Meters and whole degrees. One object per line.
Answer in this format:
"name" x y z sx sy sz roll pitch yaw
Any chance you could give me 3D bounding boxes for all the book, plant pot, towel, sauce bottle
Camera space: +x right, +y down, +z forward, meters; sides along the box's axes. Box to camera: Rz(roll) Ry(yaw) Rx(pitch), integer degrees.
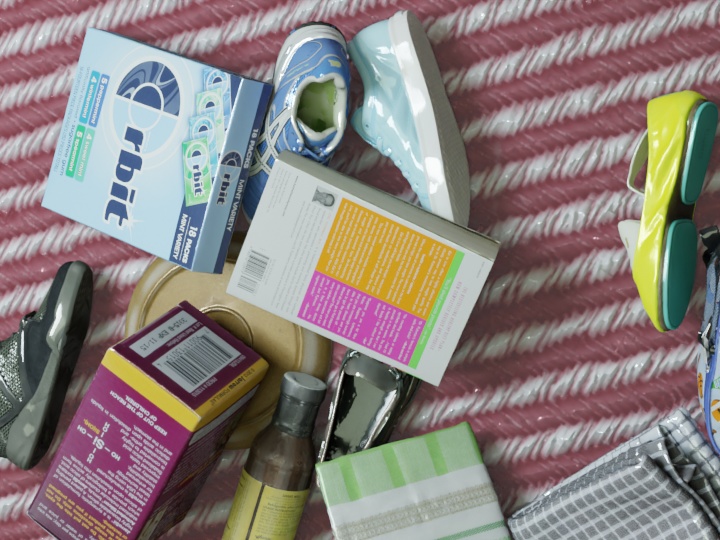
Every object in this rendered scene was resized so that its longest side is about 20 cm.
"book" 0.000 0.000 1.460 0.199 0.048 0.134 24 113 3
"plant pot" -0.125 0.064 1.569 0.199 0.027 0.201 1 93 14
"towel" 0.055 0.241 1.471 0.148 0.031 0.201 -13 71 -11
"towel" 0.230 0.231 1.423 0.200 0.085 0.166 -39 81 44
"sauce bottle" -0.075 0.189 1.538 0.064 0.065 0.201 22 104 12

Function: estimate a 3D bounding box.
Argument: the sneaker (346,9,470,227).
"sneaker" 0.038 -0.117 1.498 0.082 0.074 0.201 -17 81 22

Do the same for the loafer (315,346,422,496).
"loafer" 0.009 0.107 1.519 0.071 0.063 0.201 19 98 12

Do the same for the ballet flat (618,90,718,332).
"ballet flat" 0.251 -0.051 1.454 0.067 0.067 0.201 11 94 34

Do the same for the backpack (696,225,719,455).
"backpack" 0.358 0.076 1.391 0.199 0.154 0.192 8 106 11

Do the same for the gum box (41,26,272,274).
"gum box" -0.182 -0.108 1.525 0.199 0.044 0.171 22 100 35

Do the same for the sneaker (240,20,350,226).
"sneaker" -0.058 -0.111 1.490 0.075 0.077 0.201 6 120 -18

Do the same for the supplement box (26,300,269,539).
"supplement box" -0.184 0.146 1.510 0.103 0.131 0.201 35 118 10

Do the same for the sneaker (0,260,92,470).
"sneaker" -0.317 0.073 1.593 0.114 0.076 0.200 23 104 5
